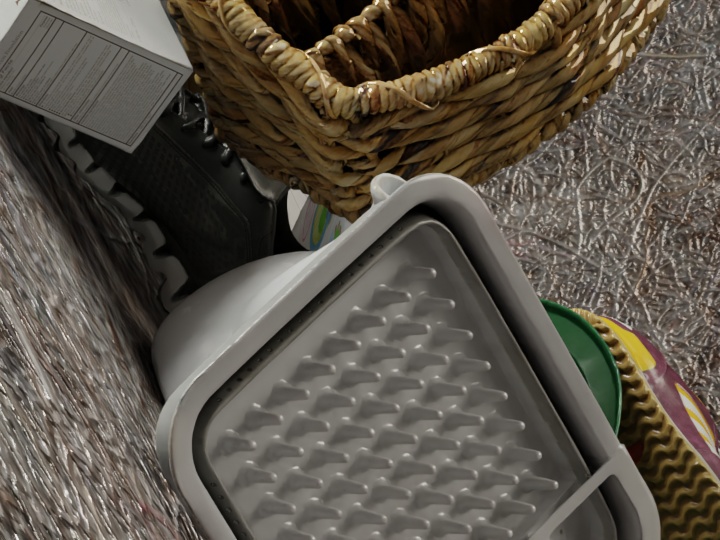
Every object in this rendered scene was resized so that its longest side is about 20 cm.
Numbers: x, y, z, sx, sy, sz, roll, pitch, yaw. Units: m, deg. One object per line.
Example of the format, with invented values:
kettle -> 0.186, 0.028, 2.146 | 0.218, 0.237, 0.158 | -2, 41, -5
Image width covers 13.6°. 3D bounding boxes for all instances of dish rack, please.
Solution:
dish rack -> 0.015, 0.082, 1.123 | 0.043, 0.172, 0.200 | 4, -49, 53

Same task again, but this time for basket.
basket -> 0.027, -0.135, 1.238 | 0.143, 0.200, 0.149 | 33, -27, 40

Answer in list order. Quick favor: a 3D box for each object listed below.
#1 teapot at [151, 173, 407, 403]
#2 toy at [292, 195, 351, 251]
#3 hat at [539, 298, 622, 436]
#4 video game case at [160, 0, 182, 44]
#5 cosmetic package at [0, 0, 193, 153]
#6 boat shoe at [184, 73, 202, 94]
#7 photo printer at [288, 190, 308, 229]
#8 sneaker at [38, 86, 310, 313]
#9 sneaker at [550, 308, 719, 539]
teapot -> 0.017, 0.068, 1.248 | 0.198, 0.146, 0.200 | 60, 1, -2
toy -> 0.000, 0.000, 1.425 | 0.200, 0.047, 0.116 | 117, -18, -63
hat -> 0.018, 0.044, 1.428 | 0.176, 0.200, 0.166 | 40, 29, -43
video game case -> -0.097, -0.192, 1.348 | 0.200, 0.182, 0.023 | 46, 36, -25
cosmetic package -> -0.141, -0.134, 1.247 | 0.082, 0.051, 0.200 | 25, 24, -36
boat shoe -> -0.140, -0.148, 1.513 | 0.200, 0.073, 0.063 | 59, 5, -8
photo printer -> -0.028, 0.026, 1.637 | 0.200, 0.069, 0.166 | 58, 4, -28
sneaker -> -0.073, -0.050, 1.334 | 0.200, 0.090, 0.067 | 60, 22, -21
sneaker -> 0.159, 0.107, 1.501 | 0.090, 0.075, 0.200 | 13, 46, -56
